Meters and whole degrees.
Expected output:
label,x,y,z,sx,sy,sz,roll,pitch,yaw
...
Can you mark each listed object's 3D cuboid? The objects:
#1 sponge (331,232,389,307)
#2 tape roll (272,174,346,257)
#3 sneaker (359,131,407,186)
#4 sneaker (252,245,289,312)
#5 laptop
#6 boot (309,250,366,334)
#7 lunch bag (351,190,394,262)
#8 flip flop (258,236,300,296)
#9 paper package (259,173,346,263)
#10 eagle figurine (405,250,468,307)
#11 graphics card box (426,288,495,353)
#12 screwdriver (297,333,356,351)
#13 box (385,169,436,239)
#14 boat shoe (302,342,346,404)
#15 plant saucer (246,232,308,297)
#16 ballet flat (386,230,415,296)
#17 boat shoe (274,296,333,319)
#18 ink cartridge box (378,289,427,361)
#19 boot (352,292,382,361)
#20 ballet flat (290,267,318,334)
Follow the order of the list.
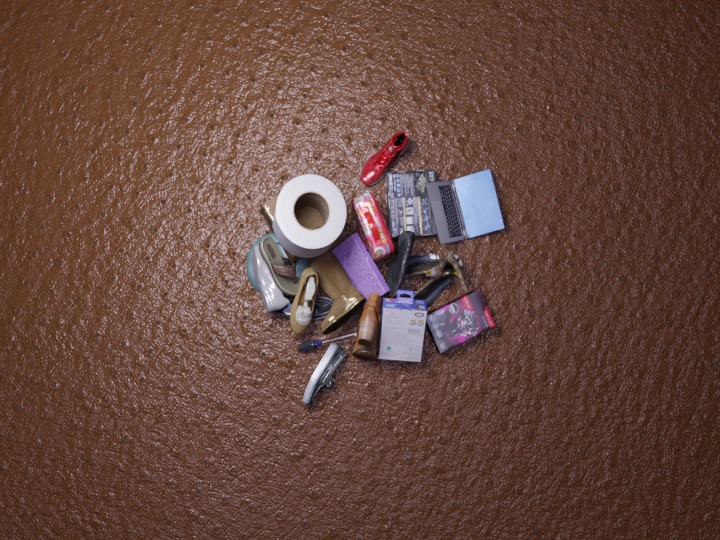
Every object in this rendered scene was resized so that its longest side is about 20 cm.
label,x,y,z,sx,sy,sz,roll,pitch,yaw
sponge,0.000,0.000,1.727,0.111,0.030,0.203,-32,86,42
tape roll,-0.145,-0.149,1.593,0.196,0.139,0.210,2,81,-13
sneaker,0.070,-0.352,1.737,0.078,0.116,0.201,39,87,1
sneaker,-0.269,0.018,1.709,0.086,0.075,0.206,-15,84,-22
laptop,0.318,-0.197,1.730,0.196,0.115,0.193,-11,86,-41
boot,-0.098,0.068,1.708,0.174,0.067,0.201,-37,66,-10
lunch bag,0.035,-0.130,1.694,0.080,0.176,0.205,-22,88,-2
flip flop,-0.228,-0.014,1.676,0.057,0.081,0.204,-21,102,39
paper package,-0.173,-0.156,1.712,0.197,0.103,0.194,-32,89,-16
eagle figurine,0.217,0.015,1.730,0.197,0.150,0.155,-25,43,32
graphics card box,0.303,0.155,1.746,0.196,0.051,0.128,-25,88,-1
screwdriver,-0.103,0.212,1.720,0.195,0.029,0.029,-19,50,20
box,0.161,-0.206,1.765,0.156,0.049,0.207,-5,87,1
boat shoe,-0.107,0.321,1.719,0.070,0.072,0.204,28,85,5
plant saucer,-0.260,-0.018,1.755,0.193,0.036,0.207,0,87,0
ballet flat,0.125,-0.018,1.694,0.066,0.056,0.206,25,104,40
boat shoe,-0.172,0.113,1.733,0.193,0.066,0.072,3,87,-1
ink cartridge box,0.127,0.162,1.694,0.132,0.077,0.206,4,113,-1
boot,0.029,0.174,1.702,0.071,0.202,0.158,13,60,1
ballet flat,-0.164,0.094,1.664,0.067,0.063,0.207,8,96,-22
